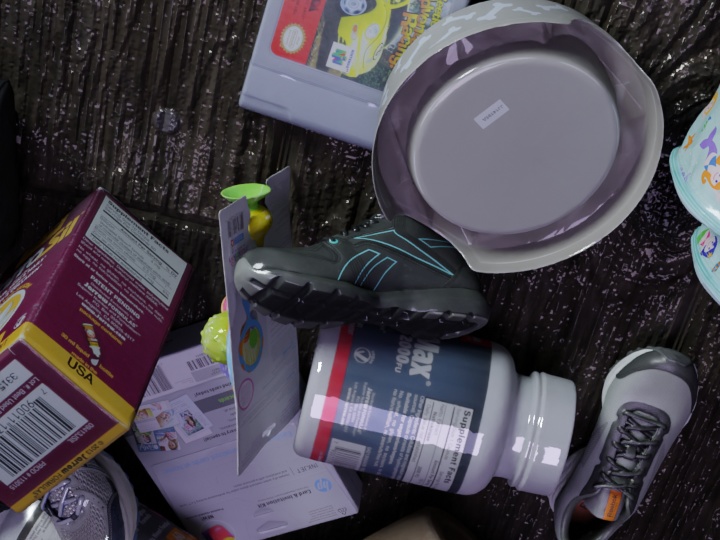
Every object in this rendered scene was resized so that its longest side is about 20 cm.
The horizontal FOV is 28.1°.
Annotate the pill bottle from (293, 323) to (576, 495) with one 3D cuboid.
[{"bbox_3d":[0.057,0.104,1.097,0.198,0.120,0.120,13,123,-2],"label":"pill bottle"}]

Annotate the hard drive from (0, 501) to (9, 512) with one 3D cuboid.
[{"bbox_3d":[-0.378,0.154,1.181,0.199,0.141,0.038,-21,154,18],"label":"hard drive"}]

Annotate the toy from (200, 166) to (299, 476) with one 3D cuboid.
[{"bbox_3d":[-0.086,0.033,1.057,0.047,0.115,0.201,9,113,19],"label":"toy"}]

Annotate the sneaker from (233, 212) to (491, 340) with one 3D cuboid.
[{"bbox_3d":[0.000,0.000,1.028,0.199,0.080,0.075,9,157,-30],"label":"sneaker"}]

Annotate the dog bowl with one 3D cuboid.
[{"bbox_3d":[0.101,-0.094,0.976,0.198,0.059,0.201,-5,128,-6],"label":"dog bowl"}]

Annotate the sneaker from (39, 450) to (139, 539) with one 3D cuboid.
[{"bbox_3d":[-0.243,0.152,1.118,0.077,0.201,0.085,-43,150,21],"label":"sneaker"}]

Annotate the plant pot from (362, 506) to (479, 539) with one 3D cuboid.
[{"bbox_3d":[0.034,0.296,1.198,0.175,0.200,0.200,-44,109,11],"label":"plant pot"}]

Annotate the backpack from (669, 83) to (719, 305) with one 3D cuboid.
[{"bbox_3d":[0.296,-0.038,0.941,0.199,0.178,0.151,32,116,-8],"label":"backpack"}]

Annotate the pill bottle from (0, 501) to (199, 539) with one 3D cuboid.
[{"bbox_3d":[-0.235,0.231,1.203,0.199,0.116,0.117,31,123,5],"label":"pill bottle"}]

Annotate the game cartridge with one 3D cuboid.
[{"bbox_3d":[0.004,-0.178,0.974,0.132,0.041,0.201,15,123,-7],"label":"game cartridge"}]

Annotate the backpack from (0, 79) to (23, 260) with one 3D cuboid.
[{"bbox_3d":[-0.362,-0.074,1.039,0.199,0.154,0.164,21,131,9],"label":"backpack"}]

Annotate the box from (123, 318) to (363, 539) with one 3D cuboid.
[{"bbox_3d":[-0.108,0.135,1.185,0.155,0.041,0.201,-19,117,19],"label":"box"}]

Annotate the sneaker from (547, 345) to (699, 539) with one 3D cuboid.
[{"bbox_3d":[0.208,0.145,1.127,0.073,0.080,0.201,20,122,-4],"label":"sneaker"}]

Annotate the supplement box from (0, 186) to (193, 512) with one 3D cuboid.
[{"bbox_3d":[-0.218,0.054,1.052,0.131,0.200,0.103,-38,111,27],"label":"supplement box"}]
